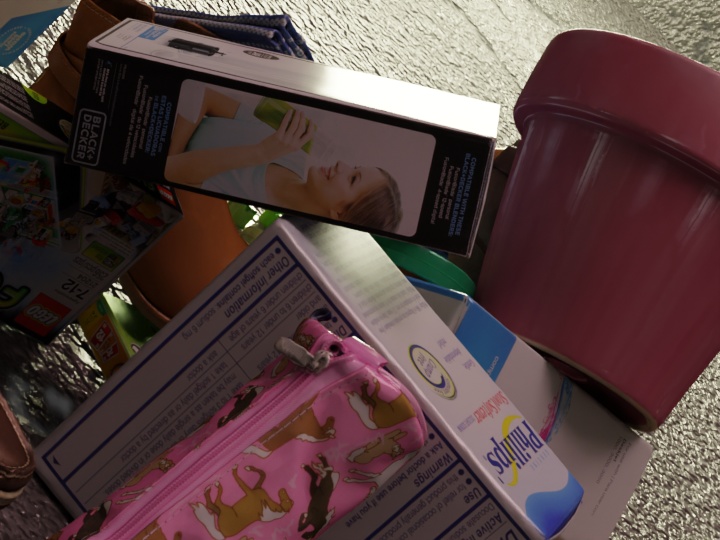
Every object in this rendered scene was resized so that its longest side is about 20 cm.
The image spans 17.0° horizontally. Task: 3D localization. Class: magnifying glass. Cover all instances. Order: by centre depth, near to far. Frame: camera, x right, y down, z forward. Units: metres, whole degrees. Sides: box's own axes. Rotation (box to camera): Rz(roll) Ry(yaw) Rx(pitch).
[{"bbox_3d":[0.000,0.000,1.435,0.079,0.023,0.200,33,-16,-25],"label":"magnifying glass"}]

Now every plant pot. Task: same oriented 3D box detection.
[{"bbox_3d":[0.156,-0.015,1.408,0.199,0.180,0.200,28,-9,5],"label":"plant pot"}]

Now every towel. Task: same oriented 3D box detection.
[{"bbox_3d":[-0.037,-0.081,1.350,0.144,0.024,0.200,13,-28,46],"label":"towel"}]

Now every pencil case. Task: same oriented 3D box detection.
[{"bbox_3d":[-0.066,0.105,1.055,0.087,0.200,0.083,55,-12,-18],"label":"pencil case"}]

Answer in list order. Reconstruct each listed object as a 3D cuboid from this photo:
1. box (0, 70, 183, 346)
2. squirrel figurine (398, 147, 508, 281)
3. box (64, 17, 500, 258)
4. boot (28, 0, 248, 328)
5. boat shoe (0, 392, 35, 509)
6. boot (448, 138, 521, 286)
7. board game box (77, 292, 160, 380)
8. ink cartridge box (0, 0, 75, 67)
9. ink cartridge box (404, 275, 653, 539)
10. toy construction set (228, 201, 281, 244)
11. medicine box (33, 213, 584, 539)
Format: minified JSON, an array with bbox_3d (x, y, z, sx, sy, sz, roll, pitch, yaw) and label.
[{"bbox_3d":[-0.196,-0.045,1.204,0.200,0.110,0.035,32,24,-41],"label":"box"},{"bbox_3d":[0.085,0.000,1.636,0.200,0.187,0.142,35,19,-38],"label":"squirrel figurine"},{"bbox_3d":[-0.033,-0.067,1.171,0.198,0.061,0.117,14,12,3],"label":"box"},{"bbox_3d":[-0.091,-0.054,1.301,0.199,0.156,0.077,25,24,-1],"label":"boot"},{"bbox_3d":[-0.211,0.016,1.096,0.203,0.075,0.075,48,18,-1],"label":"boat shoe"},{"bbox_3d":[0.126,0.016,1.539,0.200,0.147,0.070,36,-9,-38],"label":"boot"},{"bbox_3d":[-0.074,0.079,1.366,0.199,0.030,0.096,23,30,-50],"label":"board game box"},{"bbox_3d":[-0.242,-0.193,1.395,0.067,0.116,0.200,56,20,22],"label":"ink cartridge box"},{"bbox_3d":[0.054,0.080,1.398,0.144,0.085,0.200,17,-15,47],"label":"ink cartridge box"},{"bbox_3d":[-0.117,-0.054,1.436,0.201,0.092,0.131,57,11,-4],"label":"toy construction set"},{"bbox_3d":[-0.025,0.101,1.181,0.200,0.182,0.103,50,18,4],"label":"medicine box"}]
